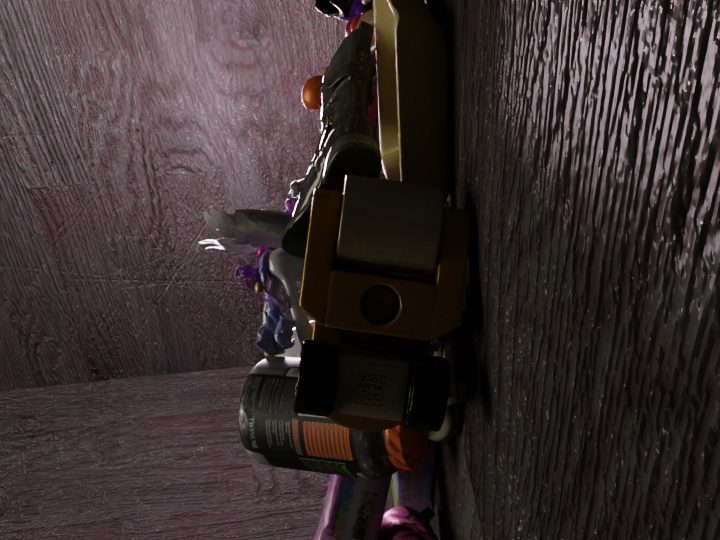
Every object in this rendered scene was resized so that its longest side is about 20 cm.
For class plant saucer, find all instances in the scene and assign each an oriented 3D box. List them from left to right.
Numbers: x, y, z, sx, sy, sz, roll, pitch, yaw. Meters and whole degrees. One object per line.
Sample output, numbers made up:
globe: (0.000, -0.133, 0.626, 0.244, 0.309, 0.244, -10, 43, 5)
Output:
plant saucer: (0.046, -0.157, 0.758, 0.201, 0.047, 0.203, -100, 5, -60)

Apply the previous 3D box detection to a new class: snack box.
snack box: (0.062, 0.219, 1.117, 0.202, 0.052, 0.144, 90, 172, -49)

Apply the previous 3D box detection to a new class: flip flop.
flip flop: (0.064, 0.105, 0.767, 0.201, 0.056, 0.083, 90, 174, -69)

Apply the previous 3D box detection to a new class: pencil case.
pencil case: (0.065, 0.339, 0.985, 0.091, 0.093, 0.200, -53, 0, -3)

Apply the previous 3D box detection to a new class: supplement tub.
supplement tub: (-0.024, 0.159, 0.909, 0.122, 0.197, 0.125, -1, -89, -62)

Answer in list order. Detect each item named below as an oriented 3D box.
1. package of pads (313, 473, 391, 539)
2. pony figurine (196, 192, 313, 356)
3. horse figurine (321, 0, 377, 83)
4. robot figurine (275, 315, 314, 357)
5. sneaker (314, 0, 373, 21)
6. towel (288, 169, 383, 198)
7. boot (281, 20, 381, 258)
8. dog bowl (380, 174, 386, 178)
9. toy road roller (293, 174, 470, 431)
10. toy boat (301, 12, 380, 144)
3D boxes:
package of pads: (-0.009, 0.280, 1.000, 0.121, 0.074, 0.204, 96, -173, -74)
pony figurine: (-0.083, -0.009, 0.950, 0.166, 0.189, 0.204, 160, 102, -71)
horse figurine: (0.009, -0.264, 0.987, 0.050, 0.132, 0.201, 37, -157, -26)
robot figurine: (-0.059, 0.144, 1.082, 0.202, 0.111, 0.171, 103, 153, -47)
sneaker: (-0.020, -0.402, 1.232, 0.200, 0.097, 0.071, -111, 18, -81)
towel: (-0.023, -0.097, 1.264, 0.200, 0.162, 0.087, 124, 135, -87)
boot: (-0.025, -0.127, 0.851, 0.201, 0.068, 0.176, 126, 151, -45)
dog bowl: (0.042, -0.009, 0.899, 0.200, 0.072, 0.205, 175, 90, -87)
toy road roller: (0.011, 0.029, 0.685, 0.146, 0.120, 0.204, -128, 45, -86)
toy boat: (-0.015, -0.235, 1.116, 0.131, 0.128, 0.204, 93, 172, -78)
